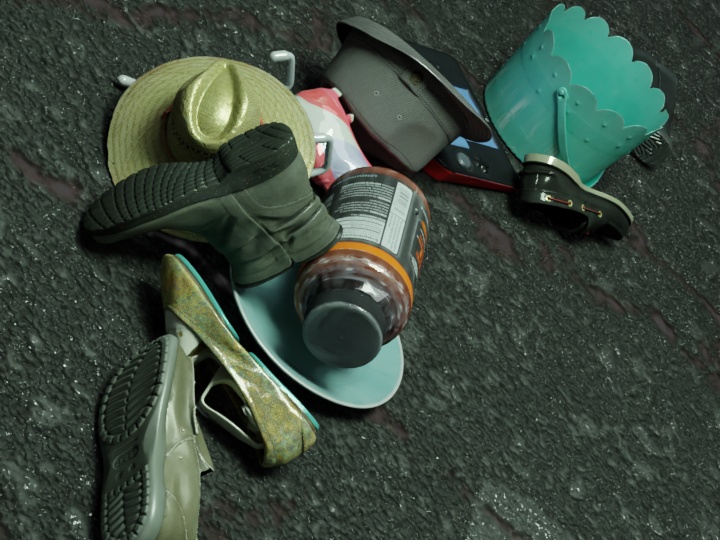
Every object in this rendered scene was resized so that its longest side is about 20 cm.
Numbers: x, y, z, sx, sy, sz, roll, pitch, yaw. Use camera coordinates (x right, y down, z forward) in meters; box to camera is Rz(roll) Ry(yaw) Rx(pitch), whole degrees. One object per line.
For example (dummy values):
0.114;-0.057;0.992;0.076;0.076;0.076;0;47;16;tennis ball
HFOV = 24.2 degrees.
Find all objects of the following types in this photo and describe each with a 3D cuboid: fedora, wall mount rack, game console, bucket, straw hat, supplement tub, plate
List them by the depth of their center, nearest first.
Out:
-0.127;-0.131;1.469;0.200;0.085;0.202;4;59;-7;straw hat
0.000;0.000;1.501;0.107;0.107;0.200;38;34;-16;supplement tub
-0.044;0.044;1.524;0.200;0.026;0.201;31;36;-26;plate
-0.126;-0.132;1.568;0.173;0.075;0.201;-14;54;-14;wall mount rack
0.032;-0.169;1.747;0.200;0.090;0.177;44;-9;-20;fedora
0.095;-0.181;1.922;0.176;0.031;0.201;5;53;-47;game console
0.259;-0.207;2.047;0.207;0.135;0.208;30;37;-25;bucket

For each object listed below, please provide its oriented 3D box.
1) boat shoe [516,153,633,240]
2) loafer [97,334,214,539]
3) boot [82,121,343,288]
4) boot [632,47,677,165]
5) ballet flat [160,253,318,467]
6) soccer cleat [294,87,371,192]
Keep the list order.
0.249;-0.072;1.967;0.201;0.073;0.063;26;73;-46;boat shoe
-0.152;0.138;1.264;0.070;0.075;0.201;39;36;-35;loafer
-0.121;-0.032;1.418;0.068;0.199;0.131;-105;174;-55;boot
0.365;-0.252;2.285;0.165;0.066;0.200;46;34;-19;boot
-0.116;0.077;1.373;0.200;0.071;0.071;51;32;5;ballet flat
-0.016;-0.091;1.679;0.076;0.067;0.201;-26;80;-25;soccer cleat
